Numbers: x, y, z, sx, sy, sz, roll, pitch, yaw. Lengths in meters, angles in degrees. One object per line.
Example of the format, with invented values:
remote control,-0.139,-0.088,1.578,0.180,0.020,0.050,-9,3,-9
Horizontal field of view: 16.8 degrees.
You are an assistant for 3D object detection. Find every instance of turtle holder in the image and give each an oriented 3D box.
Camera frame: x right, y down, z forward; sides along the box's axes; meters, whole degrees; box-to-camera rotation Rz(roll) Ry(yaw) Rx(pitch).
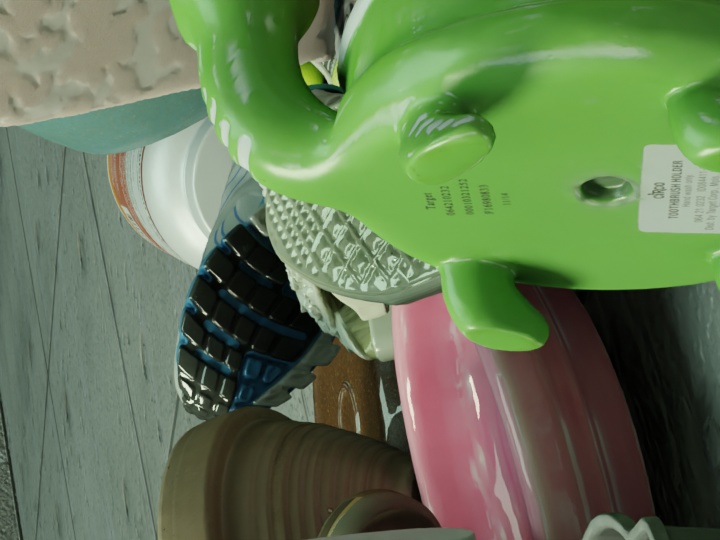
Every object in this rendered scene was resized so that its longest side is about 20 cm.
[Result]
turtle holder,0.053,-0.059,0.681,0.141,0.185,0.132,35,-130,-47

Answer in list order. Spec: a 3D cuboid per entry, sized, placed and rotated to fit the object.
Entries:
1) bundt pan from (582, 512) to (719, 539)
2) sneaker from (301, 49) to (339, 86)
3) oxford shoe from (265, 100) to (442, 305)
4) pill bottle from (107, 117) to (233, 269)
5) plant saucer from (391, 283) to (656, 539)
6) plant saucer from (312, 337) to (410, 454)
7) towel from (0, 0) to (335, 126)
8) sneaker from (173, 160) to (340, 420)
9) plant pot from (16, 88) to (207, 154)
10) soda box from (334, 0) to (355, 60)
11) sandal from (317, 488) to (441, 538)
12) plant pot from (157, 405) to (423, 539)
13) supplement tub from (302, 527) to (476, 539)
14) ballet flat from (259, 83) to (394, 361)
bundt pan,0.117,0.164,0.692,0.202,0.075,0.203,175,90,-77
sneaker,-0.002,-0.121,1.071,0.075,0.076,0.201,111,153,-65
oxford shoe,0.043,-0.026,0.816,0.200,0.058,0.076,-6,80,46
pill bottle,-0.064,-0.053,1.272,0.200,0.112,0.113,-160,65,-74
plant saucer,0.062,0.078,0.894,0.201,0.051,0.201,166,90,-80
plant saucer,0.010,0.073,1.181,0.200,0.037,0.201,175,90,-77
towel,-0.084,-0.161,0.917,0.032,0.191,0.201,27,124,45
sneaker,-0.036,-0.018,1.126,0.087,0.075,0.201,-20,43,64
plant pot,-0.111,-0.131,1.052,0.135,0.200,0.200,63,176,-25
soda box,0.012,-0.187,1.019,0.068,0.063,0.201,126,137,-69
sandal,0.013,0.179,0.903,0.054,0.080,0.201,-10,70,47
plant pot,0.006,0.143,1.026,0.201,0.092,0.201,54,-158,-35
supplement tub,-0.009,0.192,0.798,0.145,0.144,0.201,165,98,-76
ballet flat,0.000,0.000,1.005,0.200,0.072,0.072,58,-165,-57
